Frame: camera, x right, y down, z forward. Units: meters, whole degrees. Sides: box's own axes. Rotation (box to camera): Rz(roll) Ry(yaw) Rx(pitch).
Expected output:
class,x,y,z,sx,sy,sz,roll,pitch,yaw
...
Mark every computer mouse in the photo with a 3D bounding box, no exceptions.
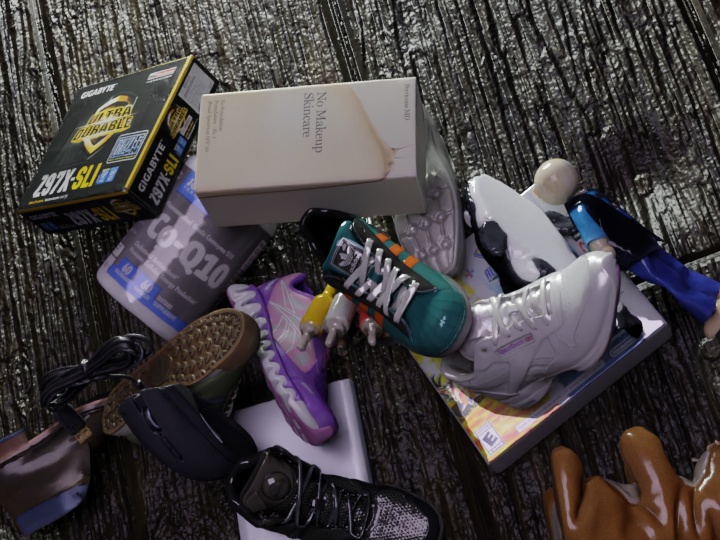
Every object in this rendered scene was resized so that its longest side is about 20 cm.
class,x,y,z,sx,sy,sz,roll,pitch,yaw
computer mouse,-0.191,0.145,1.140,0.139,0.200,0.046,-21,41,25

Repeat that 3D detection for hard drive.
class,x,y,z,sx,sy,sz,roll,pitch,yaw
hard drive,-0.050,0.214,1.179,0.130,0.025,0.203,-17,68,13

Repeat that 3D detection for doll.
class,x,y,z,sx,sy,sz,roll,pitch,yaw
doll,0.230,-0.025,1.108,0.199,0.136,0.049,37,113,5

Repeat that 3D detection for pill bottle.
class,x,y,z,sx,sy,sz,roll,pitch,yaw
pill bottle,-0.153,-0.038,1.252,0.113,0.114,0.201,37,87,26

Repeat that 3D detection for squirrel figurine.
class,x,y,z,sx,sy,sz,roll,pitch,yaw
squirrel figurine,0.250,0.224,1.016,0.183,0.142,0.203,-8,58,1

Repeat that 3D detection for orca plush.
class,x,y,z,sx,sy,sz,roll,pitch,yaw
orca plush,0.156,0.004,1.123,0.199,0.105,0.072,35,130,16

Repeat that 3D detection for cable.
class,x,y,z,sx,sy,sz,roll,pitch,yaw
cable,0.000,0.000,1.185,0.095,0.051,0.202,-2,49,10

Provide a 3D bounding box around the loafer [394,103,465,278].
class,x,y,z,sx,sy,sz,roll,pitch,yaw
loafer,0.064,-0.073,1.200,0.069,0.070,0.203,-22,57,21

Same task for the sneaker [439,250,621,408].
class,x,y,z,sx,sy,sz,roll,pitch,yaw
sneaker,0.133,0.049,1.026,0.098,0.200,0.076,15,52,-18

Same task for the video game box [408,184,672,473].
class,x,y,z,sx,sy,sz,roll,pitch,yaw
video game box,0.145,0.046,1.157,0.199,0.047,0.183,-39,61,4

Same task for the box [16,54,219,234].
class,x,y,z,sx,sy,sz,roll,pitch,yaw
box,-0.244,-0.122,1.290,0.198,0.049,0.162,-5,57,45

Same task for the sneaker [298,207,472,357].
class,x,y,z,sx,sy,sz,roll,pitch,yaw
sneaker,0.012,0.007,1.075,0.200,0.079,0.072,39,101,49

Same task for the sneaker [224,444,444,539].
class,x,y,z,sx,sy,sz,roll,pitch,yaw
sneaker,-0.030,0.203,1.100,0.197,0.114,0.077,14,79,20

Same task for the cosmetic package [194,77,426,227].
class,x,y,z,sx,sy,sz,roll,pitch,yaw
cosmetic package,-0.042,-0.104,1.152,0.196,0.073,0.105,-5,65,10

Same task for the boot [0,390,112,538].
class,x,y,z,sx,sy,sz,roll,pitch,yaw
boot,-0.268,0.180,1.260,0.197,0.075,0.098,-23,91,0

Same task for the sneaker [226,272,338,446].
class,x,y,z,sx,sy,sz,roll,pitch,yaw
sneaker,-0.054,0.070,1.187,0.087,0.081,0.201,-23,45,-7

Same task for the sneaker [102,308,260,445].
class,x,y,z,sx,sy,sz,roll,pitch,yaw
sneaker,-0.143,0.107,1.185,0.199,0.089,0.068,-34,43,30
